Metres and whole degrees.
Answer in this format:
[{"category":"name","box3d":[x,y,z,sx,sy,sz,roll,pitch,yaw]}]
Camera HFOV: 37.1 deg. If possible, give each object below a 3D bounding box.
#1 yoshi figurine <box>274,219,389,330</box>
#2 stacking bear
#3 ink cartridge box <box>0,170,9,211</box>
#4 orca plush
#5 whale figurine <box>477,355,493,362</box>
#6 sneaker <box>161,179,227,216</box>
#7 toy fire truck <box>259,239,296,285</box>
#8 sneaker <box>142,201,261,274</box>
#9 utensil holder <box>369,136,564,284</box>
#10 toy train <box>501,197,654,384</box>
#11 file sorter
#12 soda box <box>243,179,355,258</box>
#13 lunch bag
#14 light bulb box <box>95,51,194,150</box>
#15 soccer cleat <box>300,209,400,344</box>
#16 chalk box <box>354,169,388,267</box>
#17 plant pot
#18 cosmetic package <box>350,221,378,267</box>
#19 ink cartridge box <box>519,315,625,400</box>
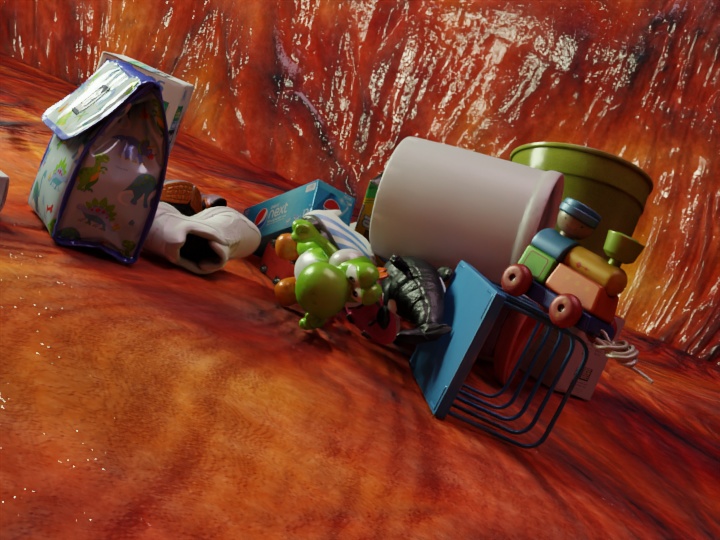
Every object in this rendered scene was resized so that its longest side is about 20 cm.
[{"category":"yoshi figurine","box3d":[-0.053,0.008,1.231,0.112,0.112,0.200,43,-14,-25]},{"category":"stacking bear","box3d":[0.131,0.044,1.418,0.200,0.122,0.114,26,-24,22]},{"category":"ink cartridge box","box3d":[-0.491,-0.115,1.115,0.200,0.050,0.162,4,18,-44]},{"category":"orca plush","box3d":[0.045,0.020,1.216,0.071,0.105,0.200,52,20,-19]},{"category":"whale figurine","box3d":[0.149,0.059,1.545,0.200,0.104,0.159,25,7,34]},{"category":"sneaker","box3d":[-0.272,-0.094,1.550,0.092,0.076,0.200,17,-3,16]},{"category":"toy fire truck","box3d":[-0.047,0.018,1.453,0.141,0.049,0.200,20,6,-24]},{"category":"sneaker","box3d":[-0.185,-0.028,1.317,0.099,0.078,0.200,35,21,32]},{"category":"utensil holder","box3d":[0.131,-0.065,1.329,0.199,0.171,0.170,18,5,15]},{"category":"toy train","box3d":[0.240,0.014,1.042,0.085,0.116,0.200,23,9,-44]},{"category":"file sorter","box3d":[0.147,0.091,1.168,0.122,0.139,0.200,26,7,-9]},{"category":"soda box","box3d":[-0.096,-0.067,1.524,0.068,0.064,0.200,25,-22,-31]},{"category":"lunch bag","box3d":[-0.286,-0.131,1.201,0.127,0.201,0.170,19,9,-31]},{"category":"light bulb box","box3d":[-0.336,-0.199,1.555,0.124,0.201,0.198,21,7,-8]},{"category":"soccer cleat","box3d":[0.000,0.000,1.352,0.086,0.070,0.200,-19,68,-49]},{"category":"chalk box","box3d":[0.107,-0.053,1.519,0.200,0.124,0.125,33,39,16]},{"category":"plant pot","box3d":[0.280,-0.046,1.468,0.200,0.194,0.200,15,-12,3]},{"category":"cosmetic package","box3d":[0.058,0.000,1.657,0.200,0.102,0.074,20,-19,-35]},{"category":"ink cartridge box","box3d":[0.289,0.070,1.607,0.084,0.176,0.200,19,8,-34]}]
